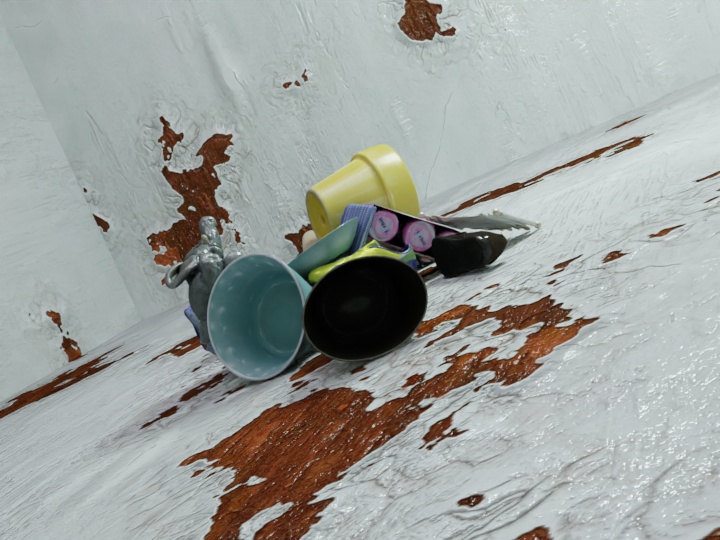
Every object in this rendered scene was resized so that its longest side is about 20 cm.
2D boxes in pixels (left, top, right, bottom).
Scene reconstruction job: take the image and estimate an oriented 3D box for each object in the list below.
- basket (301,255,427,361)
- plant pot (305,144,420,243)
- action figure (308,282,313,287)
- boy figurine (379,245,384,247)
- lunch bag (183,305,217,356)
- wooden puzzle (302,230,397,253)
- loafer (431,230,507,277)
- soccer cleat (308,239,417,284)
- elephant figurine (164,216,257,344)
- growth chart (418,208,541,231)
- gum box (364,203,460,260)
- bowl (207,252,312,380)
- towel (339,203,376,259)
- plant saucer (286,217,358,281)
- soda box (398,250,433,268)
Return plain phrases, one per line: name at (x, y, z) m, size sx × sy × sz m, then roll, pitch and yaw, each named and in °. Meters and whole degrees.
basket at (-0.004, 0.052, 1.361) m, size 0.178 × 0.138 × 0.200 m, roll -21°, pitch 2°, yaw -6°
plant pot at (-0.005, -0.135, 1.918) m, size 0.187 × 0.204 × 0.200 m, roll -22°, pitch 5°, yaw -19°
action figure at (-0.114, 0.074, 1.818) m, size 0.199 × 0.070 × 0.131 m, roll -31°, pitch 21°, yaw 30°
boy figurine at (0.000, 0.000, 1.785) m, size 0.063 × 0.126 × 0.200 m, roll -12°, pitch -4°, yaw -20°
lunch bag at (-0.197, 0.080, 1.733) m, size 0.199 × 0.125 × 0.169 m, roll -37°, pitch 29°, yaw -24°
wooden puzzle at (-0.023, -0.035, 1.949) m, size 0.196 × 0.038 × 0.185 m, roll 2°, pitch 21°, yaw -6°
loafer at (0.190, -0.032, 1.617) m, size 0.070 × 0.074 × 0.199 m, roll -16°, pitch 8°, yaw -23°
soccer cleat at (0.003, -0.009, 1.611) m, size 0.197 × 0.085 × 0.065 m, roll -4°, pitch 2°, yaw -16°
elephant figurine at (-0.272, 0.009, 1.644) m, size 0.154 × 0.144 × 0.199 m, roll -25°, pitch 30°, yaw -31°
growth chart at (0.226, -0.092, 1.750) m, size 0.198 × 0.018 × 0.144 m, roll 0°, pitch -10°, yaw 44°
gum box at (0.099, -0.067, 1.769) m, size 0.197 × 0.067 × 0.113 m, roll 17°, pitch 1°, yaw -9°
bowl at (-0.145, 0.077, 1.532) m, size 0.199 × 0.204 × 0.105 m, roll -21°, pitch -14°, yaw 27°
towel at (-0.016, -0.051, 1.735) m, size 0.024 × 0.147 × 0.200 m, roll 17°, pitch 1°, yaw -15°
plant saucer at (-0.074, -0.021, 1.657) m, size 0.200 × 0.039 × 0.201 m, roll -36°, pitch -2°, yaw -1°
soda box at (0.117, -0.047, 1.999) m, size 0.070 × 0.064 × 0.200 m, roll -25°, pitch 6°, yaw -12°
